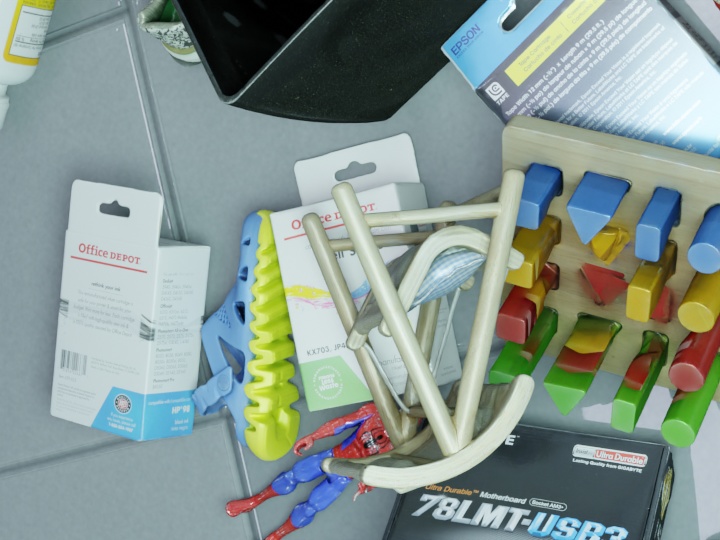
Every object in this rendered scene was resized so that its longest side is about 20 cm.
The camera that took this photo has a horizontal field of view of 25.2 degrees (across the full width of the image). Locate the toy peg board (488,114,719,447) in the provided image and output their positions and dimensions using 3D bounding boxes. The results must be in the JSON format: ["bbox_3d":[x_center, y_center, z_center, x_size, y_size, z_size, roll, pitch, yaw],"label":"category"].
[{"bbox_3d":[0.179,0.019,1.128,0.198,0.098,0.201,14,132,21],"label":"toy peg board"}]

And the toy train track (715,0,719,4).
[{"bbox_3d":[0.300,-0.190,1.057,0.113,0.033,0.201,-18,40,-8],"label":"toy train track"}]

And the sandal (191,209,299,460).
[{"bbox_3d":[-0.095,0.051,1.319,0.086,0.079,0.203,8,94,27],"label":"sandal"}]

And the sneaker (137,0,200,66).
[{"bbox_3d":[-0.104,-0.245,1.302,0.200,0.088,0.077,-45,75,19],"label":"sneaker"}]

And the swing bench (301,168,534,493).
[{"bbox_3d":[0.038,0.046,1.120,0.128,0.199,0.203,-5,87,-10],"label":"swing bench"}]

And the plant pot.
[{"bbox_3d":[-0.012,-0.227,1.197,0.200,0.177,0.201,-42,55,20],"label":"plant pot"}]

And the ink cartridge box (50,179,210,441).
[{"bbox_3d":[-0.191,0.031,1.351,0.115,0.066,0.203,11,97,38],"label":"ink cartridge box"}]

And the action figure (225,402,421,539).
[{"bbox_3d":[-0.035,0.166,1.273,0.199,0.099,0.066,-38,80,26],"label":"action figure"}]

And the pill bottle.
[{"bbox_3d":[-0.322,-0.229,1.388,0.112,0.113,0.202,22,101,21],"label":"pill bottle"}]

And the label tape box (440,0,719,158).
[{"bbox_3d":[0.178,-0.138,1.178,0.143,0.066,0.200,-43,84,20],"label":"label tape box"}]

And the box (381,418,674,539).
[{"bbox_3d":[0.115,0.209,1.185,0.198,0.050,0.200,7,57,23],"label":"box"}]

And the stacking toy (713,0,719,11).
[{"bbox_3d":[0.287,-0.156,1.098,0.085,0.085,0.201,-32,41,22],"label":"stacking toy"}]

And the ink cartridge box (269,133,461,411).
[{"bbox_3d":[0.000,0.000,1.276,0.116,0.067,0.203,-13,87,24],"label":"ink cartridge box"}]
